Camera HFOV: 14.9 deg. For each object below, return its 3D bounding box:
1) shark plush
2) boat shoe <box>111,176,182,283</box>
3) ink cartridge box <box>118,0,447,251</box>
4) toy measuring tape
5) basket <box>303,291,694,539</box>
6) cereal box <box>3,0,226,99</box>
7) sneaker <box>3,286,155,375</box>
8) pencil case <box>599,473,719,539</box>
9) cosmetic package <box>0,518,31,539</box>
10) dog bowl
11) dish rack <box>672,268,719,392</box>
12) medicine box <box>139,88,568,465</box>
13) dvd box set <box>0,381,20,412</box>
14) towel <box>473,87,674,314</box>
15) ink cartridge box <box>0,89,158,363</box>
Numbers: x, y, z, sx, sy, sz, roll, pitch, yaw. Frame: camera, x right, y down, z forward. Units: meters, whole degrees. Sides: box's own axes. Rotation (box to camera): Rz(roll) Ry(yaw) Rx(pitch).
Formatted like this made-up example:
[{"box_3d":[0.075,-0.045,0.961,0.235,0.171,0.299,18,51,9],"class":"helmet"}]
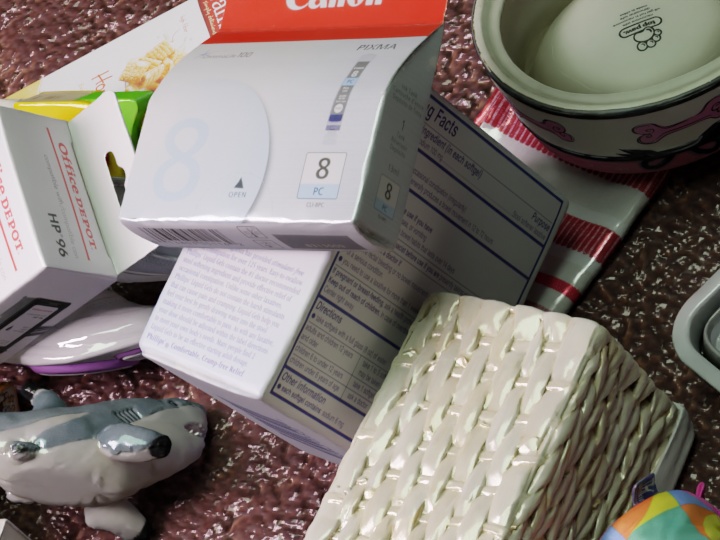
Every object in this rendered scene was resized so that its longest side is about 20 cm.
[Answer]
[{"box_3d":[-0.193,0.104,1.658,0.199,0.091,0.084,0,45,1],"class":"shark plush"},{"box_3d":[-0.103,-0.031,1.698,0.200,0.072,0.070,10,61,7],"class":"boat shoe"},{"box_3d":[-0.036,-0.110,1.486,0.159,0.047,0.201,1,72,36],"class":"ink cartridge box"},{"box_3d":[-0.204,-0.080,1.786,0.199,0.074,0.074,1,57,25],"class":"toy measuring tape"},{"box_3d":[0.071,0.125,1.489,0.135,0.123,0.201,10,63,36],"class":"basket"},{"box_3d":[-0.142,-0.099,1.840,0.199,0.040,0.144,-28,49,9],"class":"cereal box"},{"box_3d":[-0.204,0.015,1.745,0.199,0.075,0.100,4,94,31],"class":"sneaker"},{"box_3d":[0.197,0.190,1.397,0.088,0.088,0.200,-39,48,-2],"class":"pencil case"},{"box_3d":[-0.276,0.202,1.648,0.199,0.104,0.073,-3,56,27],"class":"cosmetic package"},{"box_3d":[0.170,-0.141,1.650,0.199,0.074,0.201,-11,45,11],"class":"dog bowl"},{"box_3d":[0.286,0.018,1.501,0.200,0.044,0.172,-43,47,-6],"class":"dish rack"},{"box_3d":[0.000,0.000,1.560,0.103,0.182,0.201,19,80,39],"class":"medicine box"},{"box_3d":[-0.317,0.117,1.697,0.145,0.030,0.200,-5,15,21],"class":"dvd box set"},{"box_3d":[0.104,-0.045,1.670,0.144,0.023,0.200,26,72,40],"class":"towel"},{"box_3d":[-0.223,-0.020,1.685,0.200,0.068,0.117,-34,64,30],"class":"ink cartridge box"}]
